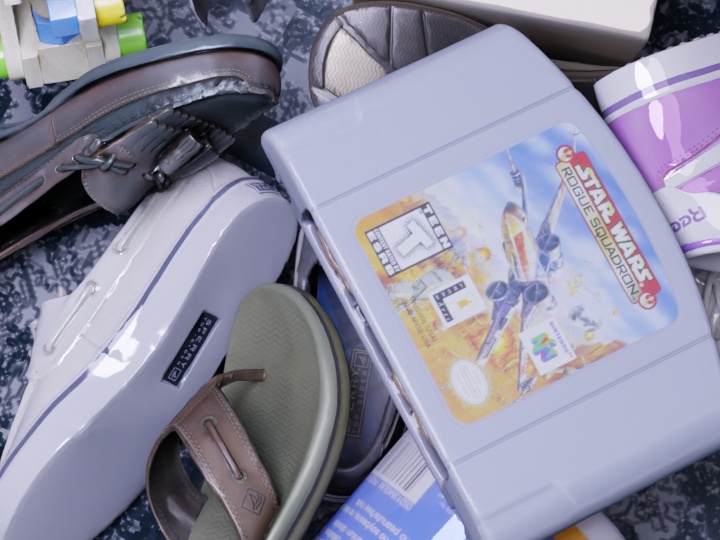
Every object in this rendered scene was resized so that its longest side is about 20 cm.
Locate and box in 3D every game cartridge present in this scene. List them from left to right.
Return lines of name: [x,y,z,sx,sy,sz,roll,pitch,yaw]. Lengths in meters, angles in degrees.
game cartridge: [0.062,0.004,1.171,0.133,0.042,0.200,-27,79,-9]

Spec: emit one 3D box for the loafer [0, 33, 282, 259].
loafer: [-0.116,-0.041,1.233,0.200,0.072,0.063,-19,66,27]

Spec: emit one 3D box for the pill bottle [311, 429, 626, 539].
pill bottle: [0.012,0.160,1.212,0.112,0.112,0.200,40,84,5]

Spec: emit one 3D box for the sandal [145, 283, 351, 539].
sandal: [-0.059,0.093,1.192,0.057,0.080,0.201,33,63,-32]

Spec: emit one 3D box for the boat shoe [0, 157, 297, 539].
boat shoe: [-0.110,0.036,1.257,0.070,0.071,0.200,34,92,35]

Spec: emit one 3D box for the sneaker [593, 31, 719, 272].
sneaker: [0.198,-0.056,1.244,0.200,0.073,0.114,-21,83,-29]

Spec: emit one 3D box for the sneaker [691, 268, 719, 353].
sneaker: [0.185,0.023,1.250,0.200,0.081,0.075,11,84,2]

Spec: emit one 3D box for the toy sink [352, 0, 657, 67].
toy sink: [0.078,-0.201,1.266,0.130,0.112,0.200,10,86,1]

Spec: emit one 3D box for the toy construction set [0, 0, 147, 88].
toy construction set: [-0.133,-0.162,1.236,0.092,0.131,0.200,1,56,5]

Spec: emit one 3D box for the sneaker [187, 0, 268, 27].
sneaker: [-0.037,-0.210,1.289,0.060,0.104,0.200,1,44,28]

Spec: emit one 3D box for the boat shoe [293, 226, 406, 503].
boat shoe: [0.000,0.000,1.257,0.070,0.066,0.200,10,81,0]

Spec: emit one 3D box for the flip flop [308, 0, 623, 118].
flip flop: [0.065,-0.070,1.260,0.200,0.058,0.081,7,102,-26]
